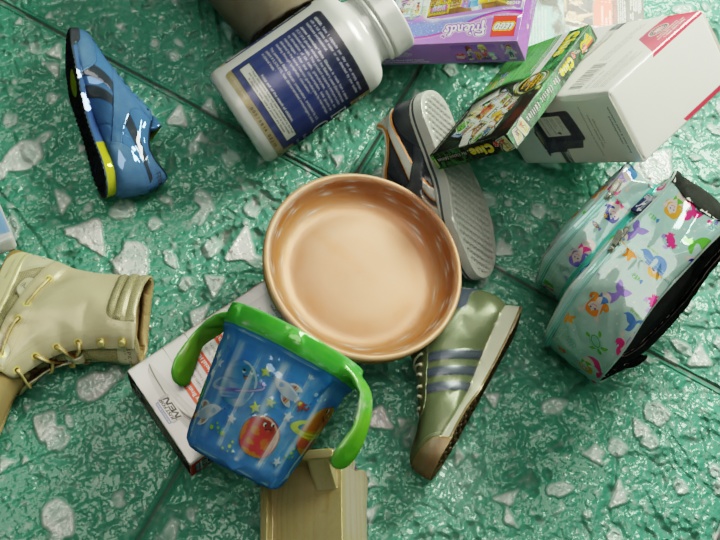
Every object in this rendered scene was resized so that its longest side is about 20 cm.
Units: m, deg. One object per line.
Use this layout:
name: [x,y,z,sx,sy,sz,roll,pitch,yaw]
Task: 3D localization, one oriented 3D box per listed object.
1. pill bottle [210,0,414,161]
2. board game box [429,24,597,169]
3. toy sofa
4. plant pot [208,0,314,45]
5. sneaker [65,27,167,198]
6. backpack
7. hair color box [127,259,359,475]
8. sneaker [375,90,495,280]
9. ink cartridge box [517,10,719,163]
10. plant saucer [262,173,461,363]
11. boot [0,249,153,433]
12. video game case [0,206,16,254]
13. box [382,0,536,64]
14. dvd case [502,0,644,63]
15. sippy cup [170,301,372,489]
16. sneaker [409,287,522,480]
pill bottle: [-0.047,-0.213,1.158,0.199,0.111,0.111,-35,75,-1]
board game box: [0.158,-0.178,1.132,0.024,0.104,0.200,53,53,-19]
toy sofa: [-0.045,0.270,1.021,0.082,0.098,0.202,-8,68,18]
plant pot: [-0.112,-0.346,1.201,0.199,0.200,0.175,-27,91,-15]
sneaker: [-0.259,-0.169,1.173,0.078,0.066,0.202,-14,71,-23]
backpack: [0.257,0.006,1.093,0.150,0.178,0.201,34,79,11]
hair color box: [-0.113,0.093,1.083,0.199,0.064,0.111,-33,77,-18]
sneaker: [0.078,-0.081,1.166,0.078,0.079,0.202,-16,87,-53]
ink cartridge box: [0.255,-0.185,1.150,0.145,0.200,0.085,-41,111,-18]
plant saucer: [0.000,0.000,1.086,0.198,0.038,0.202,6,63,-11]
boot: [-0.287,0.084,1.063,0.154,0.073,0.202,9,62,3]
video game case: [-0.464,-0.053,1.104,0.199,0.022,0.183,-25,59,-14]
box: [0.094,-0.294,1.221,0.198,0.039,0.138,4,66,25]
dvd case: [0.231,-0.300,1.291,0.198,0.022,0.147,5,69,-5]
sippy cup: [-0.085,0.116,0.982,0.139,0.177,0.131,33,79,-24]
sneaker: [0.080,0.102,1.102,0.089,0.067,0.201,27,68,13]
